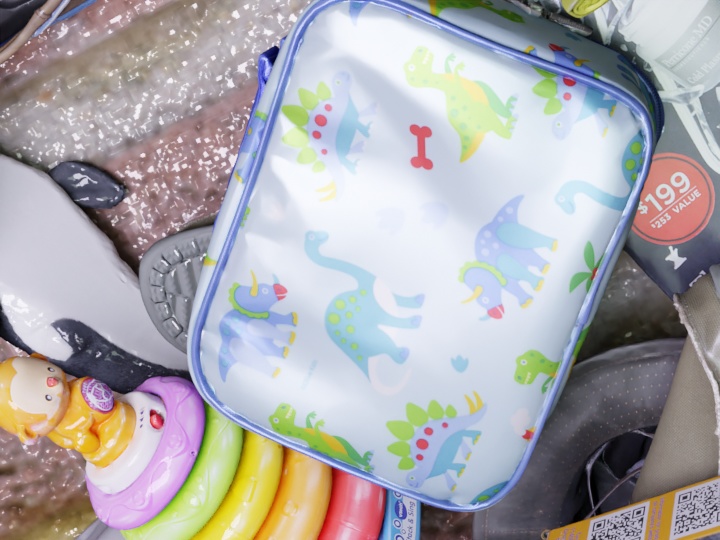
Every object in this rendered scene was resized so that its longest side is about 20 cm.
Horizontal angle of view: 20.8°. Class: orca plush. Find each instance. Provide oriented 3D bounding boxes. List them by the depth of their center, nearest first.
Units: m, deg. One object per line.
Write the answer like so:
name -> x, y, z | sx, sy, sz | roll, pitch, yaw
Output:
orca plush -> -0.138, 0.011, 0.942 | 0.199, 0.071, 0.106 | 23, 59, -10

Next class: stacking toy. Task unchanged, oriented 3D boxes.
stacking toy -> -0.077, 0.086, 0.847 | 0.200, 0.116, 0.110 | 34, 131, -32

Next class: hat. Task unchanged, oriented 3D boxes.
hat -> 0.140, 0.112, 0.911 | 0.200, 0.081, 0.202 | 0, 110, 1

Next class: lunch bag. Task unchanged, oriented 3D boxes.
lunch bag -> 0.022, -0.017, 0.797 | 0.160, 0.082, 0.201 | 21, 112, 3

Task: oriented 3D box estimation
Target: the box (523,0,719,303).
box -> 0.159, -0.108, 0.849 | 0.182, 0.104, 0.200 | 44, 103, -4

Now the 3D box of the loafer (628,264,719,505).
loafer -> 0.147, 0.095, 0.820 | 0.069, 0.075, 0.201 | -8, 112, 5

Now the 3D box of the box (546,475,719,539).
box -> 0.184, 0.128, 0.772 | 0.199, 0.042, 0.119 | -22, 115, 30

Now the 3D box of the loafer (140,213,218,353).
loafer -> 0.000, 0.000, 0.901 | 0.199, 0.070, 0.076 | -3, 110, 2

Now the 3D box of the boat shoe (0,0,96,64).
boat shoe -> -0.201, -0.110, 0.898 | 0.200, 0.072, 0.072 | -34, 99, 13

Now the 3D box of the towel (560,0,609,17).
towel -> 0.081, -0.194, 0.806 | 0.086, 0.200, 0.018 | -39, 140, 18

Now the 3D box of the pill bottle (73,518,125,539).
pill bottle -> -0.075, 0.213, 0.943 | 0.109, 0.109, 0.200 | -42, 96, 13
